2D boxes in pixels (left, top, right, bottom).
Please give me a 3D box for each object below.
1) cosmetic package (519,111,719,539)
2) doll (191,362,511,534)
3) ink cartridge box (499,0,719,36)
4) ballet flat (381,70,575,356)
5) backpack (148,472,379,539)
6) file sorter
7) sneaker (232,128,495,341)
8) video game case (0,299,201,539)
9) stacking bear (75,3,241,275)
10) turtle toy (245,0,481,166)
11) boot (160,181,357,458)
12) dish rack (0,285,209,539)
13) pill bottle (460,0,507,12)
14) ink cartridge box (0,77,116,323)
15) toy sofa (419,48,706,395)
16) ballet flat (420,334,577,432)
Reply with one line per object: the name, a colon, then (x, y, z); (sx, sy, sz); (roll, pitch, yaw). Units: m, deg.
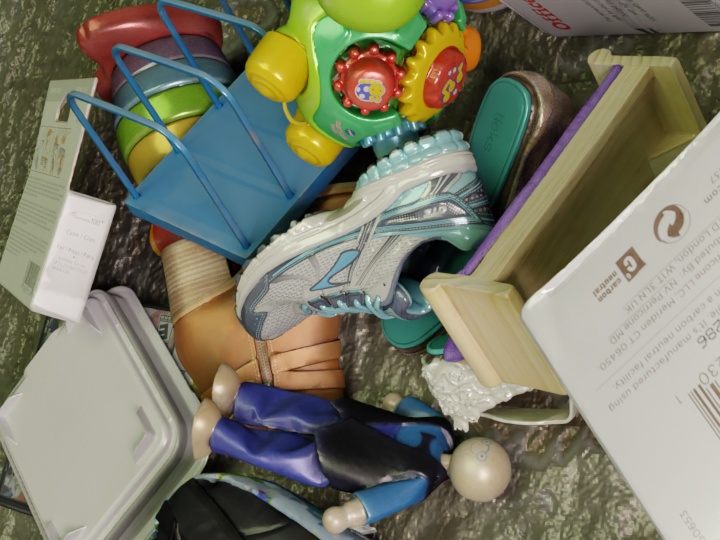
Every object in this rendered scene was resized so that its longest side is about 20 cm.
cosmetic package: (0.218, 0.048, 0.721); (0.167, 0.199, 0.167); (-45, 52, 18)
doll: (-0.004, 0.113, 0.938); (0.197, 0.137, 0.049); (10, 123, 9)
ink cartridge box: (0.167, -0.206, 0.893); (0.198, 0.145, 0.085); (6, 78, 41)
ballet flat: (0.081, -0.030, 0.950); (0.068, 0.067, 0.201); (44, 118, 33)
backpack: (-0.054, 0.215, 0.944); (0.199, 0.153, 0.165); (27, 98, 21)
file sorter: (-0.078, -0.130, 1.009); (0.138, 0.123, 0.200); (22, 65, 42)
sneaker: (0.000, 0.000, 0.925); (0.199, 0.077, 0.087); (-38, 72, 31)
video game case: (-0.198, 0.113, 1.168); (0.198, 0.025, 0.183); (7, 79, 41)
stacking bear: (-0.133, -0.089, 1.134); (0.112, 0.122, 0.202); (-16, 71, -5)
turtle toy: (0.010, -0.144, 0.895); (0.100, 0.200, 0.147); (27, 75, 27)
boot: (-0.031, 0.031, 1.029); (0.198, 0.074, 0.157); (-21, 78, 9)
dish rack: (-0.205, 0.120, 1.126); (0.172, 0.043, 0.200); (-51, 48, 16)
pill bottle: (0.042, -0.259, 0.982); (0.111, 0.199, 0.114); (-16, 64, 35)
ink cartridge box: (-0.234, -0.060, 1.183); (0.200, 0.044, 0.178); (17, 90, 68)
toy sofa: (0.114, -0.032, 0.864); (0.097, 0.083, 0.201); (10, 53, 46)
ballet flat: (0.131, 0.055, 0.890); (0.198, 0.072, 0.073); (-13, 66, 29)
